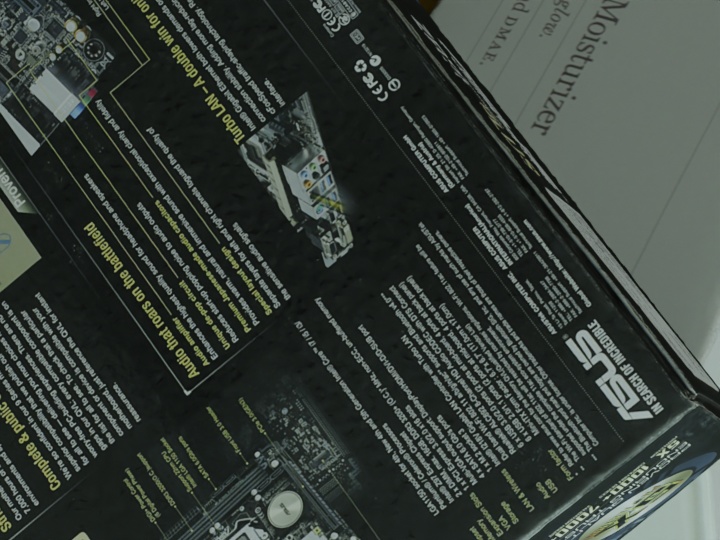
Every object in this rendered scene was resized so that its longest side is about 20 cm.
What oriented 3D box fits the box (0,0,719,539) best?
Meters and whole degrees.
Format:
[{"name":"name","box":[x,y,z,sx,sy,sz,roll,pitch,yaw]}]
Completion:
[{"name":"box","box":[-0.029,0.010,0.681,0.164,0.200,0.086,-39,164,7]}]

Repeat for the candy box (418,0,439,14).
[{"name":"candy box","box":[0.000,0.000,0.857,0.102,0.026,0.201,5,103,-57]}]

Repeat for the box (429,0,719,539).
[{"name":"box","box":[0.090,-0.008,0.842,0.199,0.130,0.200,-60,155,-27]}]
